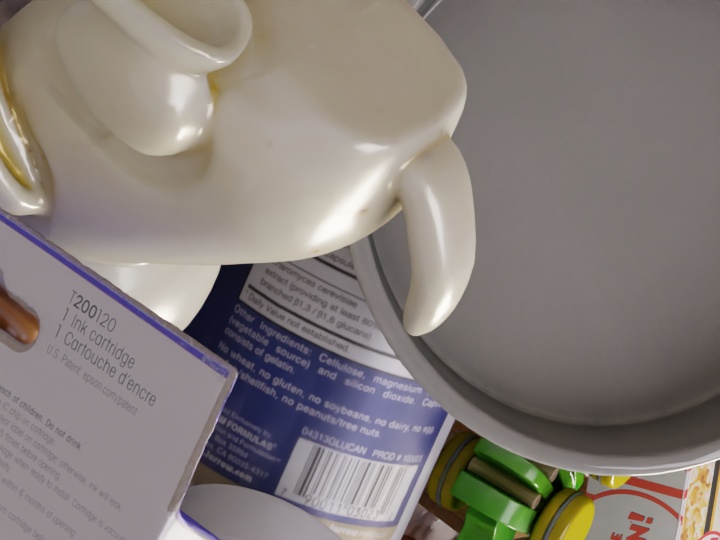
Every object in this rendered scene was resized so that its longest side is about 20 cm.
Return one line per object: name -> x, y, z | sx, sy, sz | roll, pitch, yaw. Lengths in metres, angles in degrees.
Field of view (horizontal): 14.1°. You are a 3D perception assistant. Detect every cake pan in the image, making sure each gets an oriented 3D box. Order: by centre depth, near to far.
cake pan -> 0.089, -0.032, 0.985 | 0.199, 0.037, 0.201 | -1, 94, -10

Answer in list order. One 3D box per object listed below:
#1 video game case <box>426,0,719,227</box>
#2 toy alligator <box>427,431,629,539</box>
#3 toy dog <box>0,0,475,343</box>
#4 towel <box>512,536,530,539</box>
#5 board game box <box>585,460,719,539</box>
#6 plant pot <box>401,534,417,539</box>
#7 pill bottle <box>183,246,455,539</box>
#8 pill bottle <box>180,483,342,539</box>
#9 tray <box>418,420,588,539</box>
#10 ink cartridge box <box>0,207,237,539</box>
video game case -> 0.075, -0.137, 1.004 | 0.143, 0.018, 0.200 | -39, 99, -6
toy alligator -> 0.083, 0.045, 1.105 | 0.200, 0.059, 0.054 | -52, 157, -19
toy dog -> -0.060, -0.045, 0.920 | 0.200, 0.194, 0.140 | -39, -170, 46
towel -> 0.011, 0.201, 1.101 | 0.199, 0.149, 0.036 | -26, 180, -19
board game box -> 0.155, 0.119, 1.227 | 0.200, 0.046, 0.152 | -1, 102, -58
plant pot -> 0.027, 0.239, 1.234 | 0.200, 0.177, 0.201 | -28, 136, -32
pill bottle -> 0.000, 0.000, 1.073 | 0.111, 0.111, 0.201 | 7, 111, -51
pill bottle -> -0.068, 0.175, 0.977 | 0.112, 0.112, 0.200 | 76, 31, -46
tray -> 0.075, 0.103, 1.249 | 0.037, 0.099, 0.200 | -58, 144, 4
ink cartridge box -> -0.137, 0.073, 0.897 | 0.043, 0.198, 0.201 | 10, 110, -57
